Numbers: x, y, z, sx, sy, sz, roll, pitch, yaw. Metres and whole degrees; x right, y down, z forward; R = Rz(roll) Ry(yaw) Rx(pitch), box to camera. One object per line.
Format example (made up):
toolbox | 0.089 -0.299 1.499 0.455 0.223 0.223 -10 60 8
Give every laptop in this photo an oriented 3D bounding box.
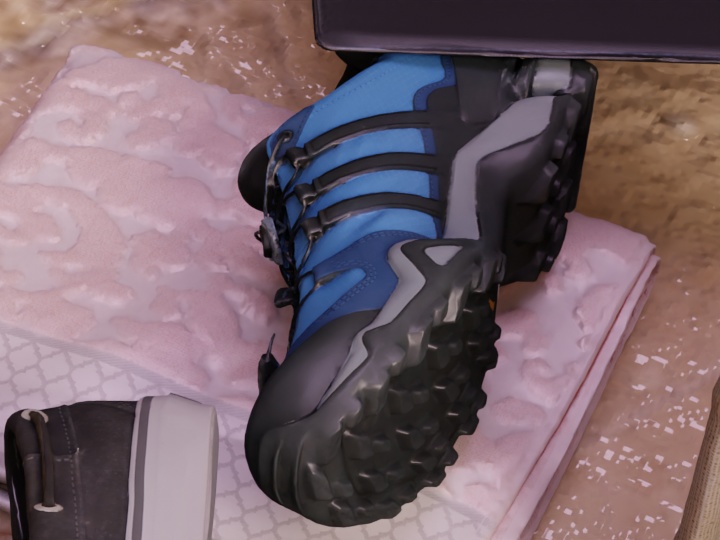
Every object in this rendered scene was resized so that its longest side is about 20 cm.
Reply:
laptop | 0.068 -0.107 0.975 0.186 0.200 0.117 2 83 -7

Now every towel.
towel | -0.033 0.021 0.879 0.199 0.032 0.191 20 46 11

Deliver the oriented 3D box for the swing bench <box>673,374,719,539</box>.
swing bench | 0.186 0.067 0.745 0.200 0.199 0.130 31 49 20

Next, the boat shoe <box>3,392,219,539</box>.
boat shoe | -0.067 0.105 0.701 0.056 0.069 0.200 4 38 -1

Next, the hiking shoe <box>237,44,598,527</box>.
hiking shoe | 0.000 0.000 0.843 0.086 0.075 0.200 15 36 14
